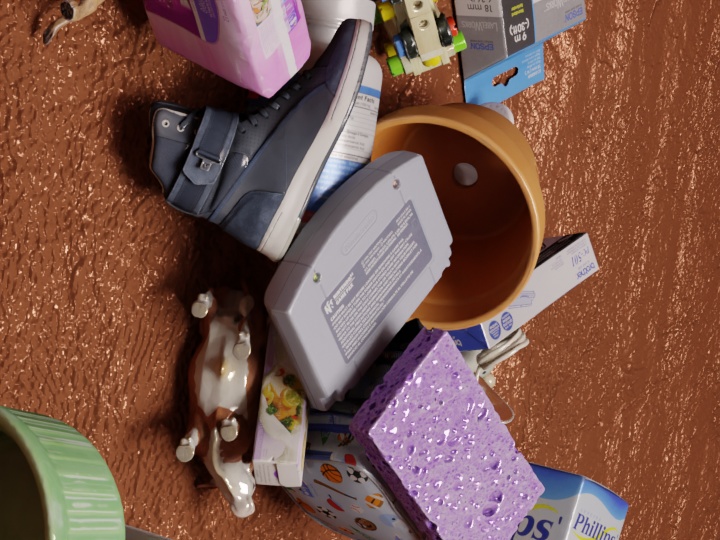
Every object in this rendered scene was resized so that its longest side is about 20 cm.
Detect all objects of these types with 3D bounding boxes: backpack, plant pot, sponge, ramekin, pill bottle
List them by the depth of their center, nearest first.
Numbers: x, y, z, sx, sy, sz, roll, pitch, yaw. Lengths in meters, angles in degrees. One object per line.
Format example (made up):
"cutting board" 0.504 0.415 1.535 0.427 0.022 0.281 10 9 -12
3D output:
"ramekin" -0.258 0.186 1.227 0.098 0.199 0.201 13 87 -59
"sponge" 0.074 0.154 1.463 0.112 0.030 0.200 -50 127 -25
"pill bottle" -0.042 -0.130 1.494 0.112 0.112 0.201 7 91 -51
"backpack" 0.009 0.150 1.553 0.154 0.190 0.200 -49 127 -26
"plant pot" 0.079 -0.064 1.606 0.140 0.199 0.201 -50 136 -61

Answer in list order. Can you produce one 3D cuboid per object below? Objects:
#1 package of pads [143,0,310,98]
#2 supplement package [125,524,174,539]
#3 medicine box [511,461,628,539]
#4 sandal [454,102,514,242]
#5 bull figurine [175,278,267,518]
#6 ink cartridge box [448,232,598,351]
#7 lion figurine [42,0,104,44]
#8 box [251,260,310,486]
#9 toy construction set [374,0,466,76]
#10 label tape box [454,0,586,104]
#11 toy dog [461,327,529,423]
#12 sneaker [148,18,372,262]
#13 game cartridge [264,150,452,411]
"package of pads" -0.111 -0.227 1.306 0.076 0.120 0.200 -53 153 -23
"supplement package" -0.182 0.251 1.323 0.120 0.199 0.122 30 74 -49
"medicine box" 0.138 0.290 1.746 0.103 0.182 0.201 31 73 -50
"sandal" 0.118 -0.059 1.733 0.059 0.079 0.208 32 73 -54
"bull figurine" -0.113 0.106 1.476 0.121 0.065 0.201 28 63 -86
"ink cartridge box" 0.142 0.022 1.763 0.200 0.094 0.044 -32 107 -43
"lion figurine" -0.197 -0.275 1.317 0.122 0.072 0.201 -32 136 -52
"box" -0.059 0.083 1.485 0.042 0.038 0.201 88 6 -53
"toy construction set" 0.031 -0.250 1.557 0.092 0.131 0.200 -31 134 10
"label tape box" 0.157 -0.263 1.754 0.144 0.063 0.201 -30 120 -44
"toy dog" 0.092 0.149 1.722 0.200 0.132 0.097 -39 104 -29
"sneaker" -0.085 -0.128 1.399 0.203 0.146 0.077 -64 -175 2
"game cartridge" 0.000 0.000 1.457 0.200 0.041 0.133 -50 138 -32
